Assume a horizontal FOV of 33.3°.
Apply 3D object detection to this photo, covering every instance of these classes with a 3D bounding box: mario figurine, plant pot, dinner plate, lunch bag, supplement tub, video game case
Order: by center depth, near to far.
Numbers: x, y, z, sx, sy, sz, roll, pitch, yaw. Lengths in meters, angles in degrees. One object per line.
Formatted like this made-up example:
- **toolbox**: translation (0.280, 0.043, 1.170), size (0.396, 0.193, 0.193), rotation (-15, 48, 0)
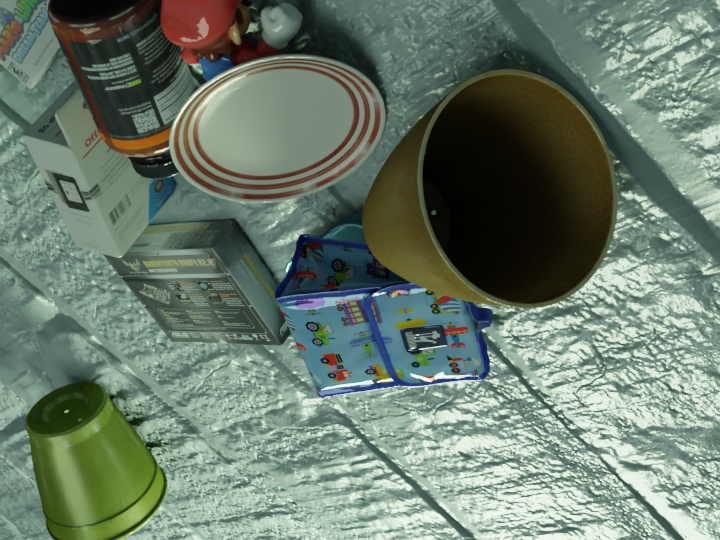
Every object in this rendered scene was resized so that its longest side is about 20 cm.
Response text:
- **plant pot**: translation (0.083, -0.053, 1.023), size (0.186, 0.187, 0.200), rotation (43, 157, -16)
- **mario figurine**: translation (-0.107, -0.209, 1.079), size (0.122, 0.107, 0.201), rotation (-16, 146, 4)
- **dinner plate**: translation (-0.075, -0.130, 1.092), size (0.198, 0.024, 0.201), rotation (-10, 146, -7)
- **supplement tub**: translation (-0.215, -0.183, 1.147), size (0.106, 0.107, 0.201), rotation (14, 142, 26)
- **lunch bag**: translation (0.037, 0.046, 1.198), size (0.198, 0.095, 0.151), rotation (-1, 134, 22)
- **video game case**: translation (-0.368, -0.291, 1.211), size (0.182, 0.024, 0.200), rotation (42, 145, -13)
- **plant pot**: translation (-0.419, 0.284, 1.846), size (0.199, 0.200, 0.194), rotation (7, 127, 33)

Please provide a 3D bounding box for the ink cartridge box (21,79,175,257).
- **ink cartridge box**: translation (-0.275, -0.127, 1.258), size (0.066, 0.116, 0.201), rotation (15, 142, 26)

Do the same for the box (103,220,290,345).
- **box**: translation (-0.190, 0.017, 1.428), size (0.199, 0.049, 0.159), rotation (-2, 132, 40)

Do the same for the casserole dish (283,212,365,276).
- **casserole dish**: translation (0.000, 0.000, 1.262), size (0.121, 0.039, 0.200), rotation (41, 146, -12)
